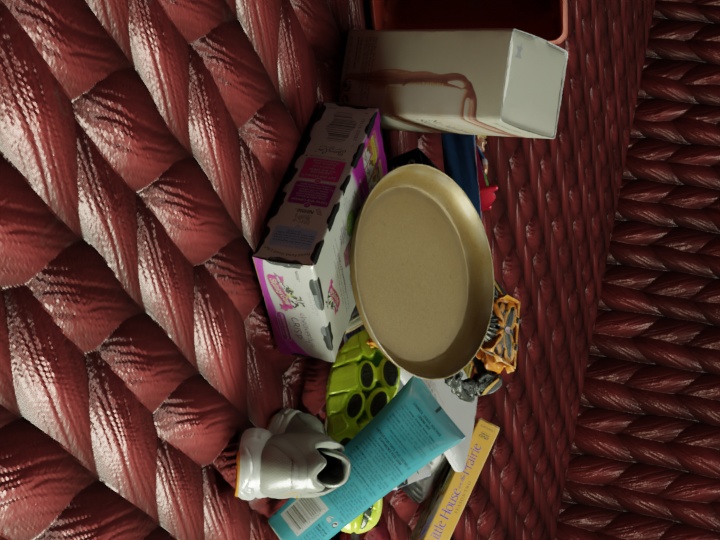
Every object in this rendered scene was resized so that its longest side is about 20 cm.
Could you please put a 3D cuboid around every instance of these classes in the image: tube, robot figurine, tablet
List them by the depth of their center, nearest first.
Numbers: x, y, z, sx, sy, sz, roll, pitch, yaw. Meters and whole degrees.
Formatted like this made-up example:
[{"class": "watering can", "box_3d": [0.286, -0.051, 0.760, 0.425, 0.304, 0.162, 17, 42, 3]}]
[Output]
[{"class": "tube", "box_3d": [0.002, 0.193, 1.313, 0.199, 0.078, 0.050, -40, -178, -5]}, {"class": "robot figurine", "box_3d": [0.092, 0.050, 1.382, 0.199, 0.058, 0.147, 20, 69, -40]}, {"class": "tablet", "box_3d": [0.076, 0.104, 1.481, 0.201, 0.014, 0.131, 60, 28, -28]}]

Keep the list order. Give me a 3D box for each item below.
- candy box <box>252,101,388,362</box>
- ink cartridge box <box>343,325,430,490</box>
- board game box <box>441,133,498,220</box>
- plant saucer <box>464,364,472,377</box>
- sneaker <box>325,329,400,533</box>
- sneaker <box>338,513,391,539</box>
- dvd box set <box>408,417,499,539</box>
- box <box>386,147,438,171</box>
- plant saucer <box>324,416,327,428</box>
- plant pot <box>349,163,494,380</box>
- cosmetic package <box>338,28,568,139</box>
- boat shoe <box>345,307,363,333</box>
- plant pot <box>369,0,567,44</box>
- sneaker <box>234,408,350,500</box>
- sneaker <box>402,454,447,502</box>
[{"class": "candy box", "box_3d": [-0.030, -0.037, 1.273, 0.137, 0.060, 0.201, 79, 24, -47]}, {"class": "ink cartridge box", "box_3d": [0.026, 0.127, 1.460, 0.094, 0.044, 0.203, -1, 83, -65]}, {"class": "board game box", "box_3d": [0.121, -0.123, 1.454, 0.158, 0.038, 0.203, -115, -164, -65]}, {"class": "plant saucer", "box_3d": [0.106, 0.082, 1.705, 0.200, 0.048, 0.202, 61, 41, -59]}, {"class": "sneaker", "box_3d": [-0.006, 0.157, 1.377, 0.084, 0.073, 0.203, 173, -75, -83]}, {"class": "sneaker", "box_3d": [-0.010, 0.324, 1.514, 0.200, 0.073, 0.088, -58, 145, -69]}, {"class": "dvd box set", "box_3d": [0.094, 0.274, 1.580, 0.202, 0.029, 0.146, -63, 179, -15]}, {"class": "box", "box_3d": [0.094, -0.015, 1.542, 0.159, 0.046, 0.202, 39, 36, -57]}, {"class": "plant saucer", "box_3d": [0.001, 0.177, 1.530, 0.200, 0.029, 0.203, 7, 90, -73]}, {"class": "plant pot", "box_3d": [0.055, 0.002, 1.291, 0.199, 0.027, 0.203, 9, 78, -46]}, {"class": "cosmetic package", "box_3d": [0.086, -0.179, 1.318, 0.103, 0.198, 0.089, 10, 88, -49]}, {"class": "boat shoe", "box_3d": [0.000, 0.000, 1.388, 0.200, 0.071, 0.065, -45, 117, -45]}, {"class": "plant pot", "box_3d": [0.112, -0.362, 1.391, 0.178, 0.197, 0.201, -80, 167, -45]}, {"class": "sneaker", "box_3d": [-0.048, 0.174, 1.250, 0.200, 0.091, 0.077, -17, 113, -77]}, {"class": "sneaker", "box_3d": [0.082, 0.213, 1.623, 0.082, 0.075, 0.200, -39, 170, -25]}]
